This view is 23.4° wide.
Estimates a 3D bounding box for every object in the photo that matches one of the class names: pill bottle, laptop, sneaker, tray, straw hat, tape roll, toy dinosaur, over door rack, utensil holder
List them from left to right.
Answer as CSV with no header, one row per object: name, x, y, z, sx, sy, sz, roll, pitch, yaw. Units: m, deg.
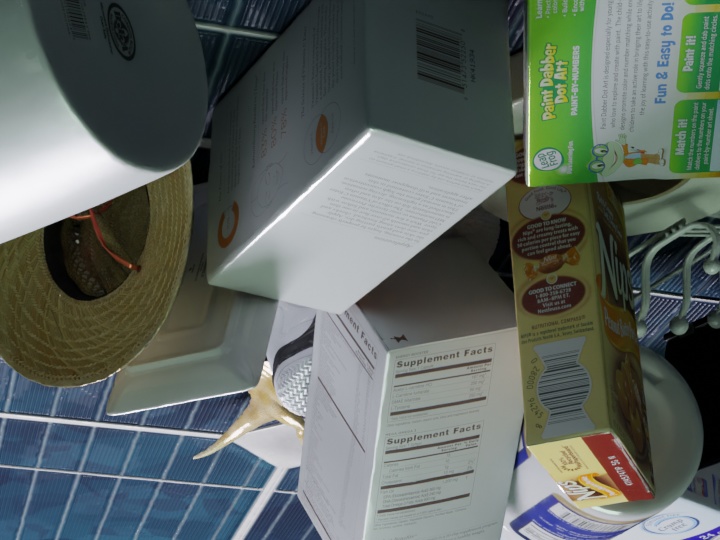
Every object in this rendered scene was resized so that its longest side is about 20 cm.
utensil holder,-0.205,-0.097,0.933,0.199,0.171,0.170,-18,148,25
straw hat,-0.149,-0.028,1.073,0.200,0.203,0.085,-18,168,31
tray,-0.098,0.003,1.103,0.106,0.201,0.022,-13,131,23
toy dinosaur,-0.061,0.109,1.472,0.101,0.059,0.200,26,138,-15
sneaker,0.000,0.000,1.223,0.200,0.115,0.075,-44,135,4
pill bottle,0.148,0.131,1.208,0.118,0.121,0.200,5,161,-11
tape roll,0.161,-0.083,1.102,0.201,0.037,0.203,1,153,0
over door rack,0.190,0.020,1.214,0.199,0.067,0.147,-21,169,33
laptop,0.321,0.068,1.247,0.187,0.117,0.199,-27,160,39

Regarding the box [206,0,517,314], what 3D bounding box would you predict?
box,-0.004,-0.076,1.016,0.097,0.125,0.200,14,149,-27

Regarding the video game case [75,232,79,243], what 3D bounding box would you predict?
video game case,-0.234,0.015,1.247,0.181,0.023,0.200,8,157,25

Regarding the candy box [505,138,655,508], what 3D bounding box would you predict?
candy box,0.132,0.029,1.057,0.055,0.202,0.116,-11,151,18

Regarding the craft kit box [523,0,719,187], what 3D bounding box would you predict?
craft kit box,0.186,-0.131,0.953,0.195,0.049,0.201,-4,138,1

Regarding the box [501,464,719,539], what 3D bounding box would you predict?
box,0.210,0.178,1.532,0.199,0.106,0.183,22,145,-35

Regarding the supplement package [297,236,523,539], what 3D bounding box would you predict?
supplement package,0.034,0.096,1.153,0.109,0.114,0.201,-8,126,-23
